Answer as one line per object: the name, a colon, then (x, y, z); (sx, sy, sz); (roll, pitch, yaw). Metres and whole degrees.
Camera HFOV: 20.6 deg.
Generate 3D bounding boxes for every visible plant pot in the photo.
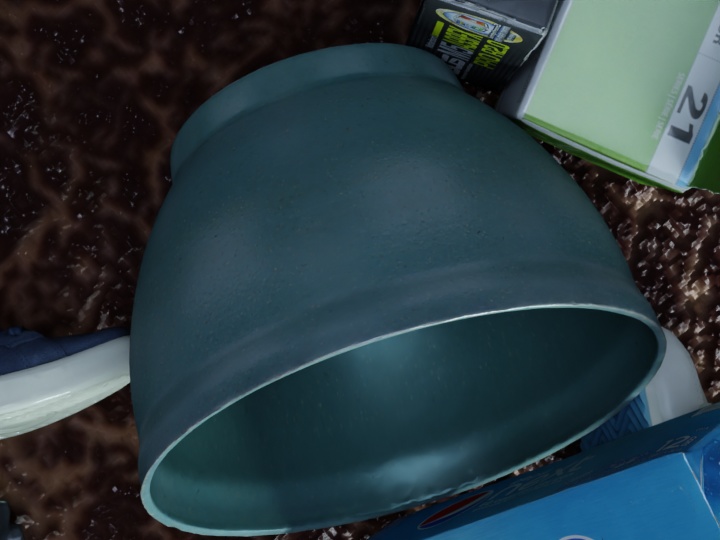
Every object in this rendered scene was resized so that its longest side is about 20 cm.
plant pot: (0.000, 0.000, 0.748); (0.199, 0.200, 0.135); (-17, 68, 1)

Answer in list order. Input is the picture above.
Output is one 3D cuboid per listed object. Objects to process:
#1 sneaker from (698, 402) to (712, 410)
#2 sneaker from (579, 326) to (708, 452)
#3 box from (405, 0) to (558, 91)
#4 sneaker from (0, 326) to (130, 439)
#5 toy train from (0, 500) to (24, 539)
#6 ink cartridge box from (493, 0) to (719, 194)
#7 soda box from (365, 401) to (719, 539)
sneaker: (0.218, 0.045, 0.730); (0.199, 0.070, 0.094); (-28, 99, 9)
sneaker: (0.149, 0.112, 0.808); (0.080, 0.076, 0.201); (-21, 96, -14)
box: (0.071, -0.174, 0.725); (0.044, 0.160, 0.201); (19, 88, -1)
sneaker: (-0.190, 0.031, 0.798); (0.199, 0.075, 0.085); (-11, 78, -7)
toy train: (-0.191, 0.180, 0.804); (0.113, 0.085, 0.201); (-2, 91, -21)
ink cartridge box: (0.117, -0.109, 0.719); (0.075, 0.200, 0.148); (23, 94, -2)
soda box: (0.075, 0.112, 0.749); (0.200, 0.064, 0.068); (-26, 90, 43)
